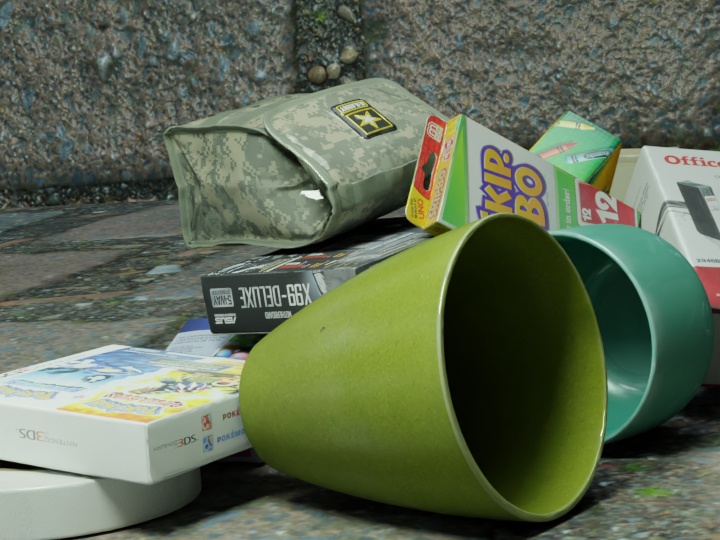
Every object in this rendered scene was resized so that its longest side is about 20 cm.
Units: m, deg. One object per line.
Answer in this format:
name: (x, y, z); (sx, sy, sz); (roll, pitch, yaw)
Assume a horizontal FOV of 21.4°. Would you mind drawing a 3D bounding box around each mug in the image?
mug: (0.171, 0.029, 1.366); (0.151, 0.187, 0.114); (-26, -12, 39)

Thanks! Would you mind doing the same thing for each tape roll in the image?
tape roll: (-0.208, 0.141, 1.296); (0.201, 0.037, 0.203); (-3, 7, 0)

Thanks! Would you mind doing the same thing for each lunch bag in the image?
lunch bag: (-0.031, -0.085, 1.519); (0.199, 0.119, 0.163); (2, 17, 45)

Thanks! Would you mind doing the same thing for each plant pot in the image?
plant pot: (0.025, 0.074, 1.213); (0.199, 0.189, 0.187); (-12, 1, 36)

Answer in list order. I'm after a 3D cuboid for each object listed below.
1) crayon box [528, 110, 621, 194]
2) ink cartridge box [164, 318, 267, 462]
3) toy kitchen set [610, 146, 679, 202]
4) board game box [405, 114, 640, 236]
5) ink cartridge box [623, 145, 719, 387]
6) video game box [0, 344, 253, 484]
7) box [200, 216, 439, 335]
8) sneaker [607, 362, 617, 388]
crayon box: (0.152, -0.022, 1.607); (0.058, 0.201, 0.119); (31, 56, 19)
ink cartridge box: (-0.100, 0.082, 1.463); (0.118, 0.042, 0.200); (-2, 24, 19)
toy kitchen set: (0.319, -0.034, 1.764); (0.162, 0.182, 0.200); (0, 13, 25)
board game box: (0.127, -0.042, 1.465); (0.199, 0.096, 0.030); (25, -28, -22)
ink cartridge box: (0.298, -0.004, 1.495); (0.143, 0.084, 0.201); (3, 39, -13)
video game box: (-0.159, 0.094, 1.300); (0.199, 0.047, 0.182); (4, 13, 35)
box: (0.000, 0.000, 1.478); (0.157, 0.050, 0.199); (-3, 12, 39)
sneaker: (0.135, 0.080, 1.481); (0.198, 0.079, 0.089); (-6, -13, 7)
